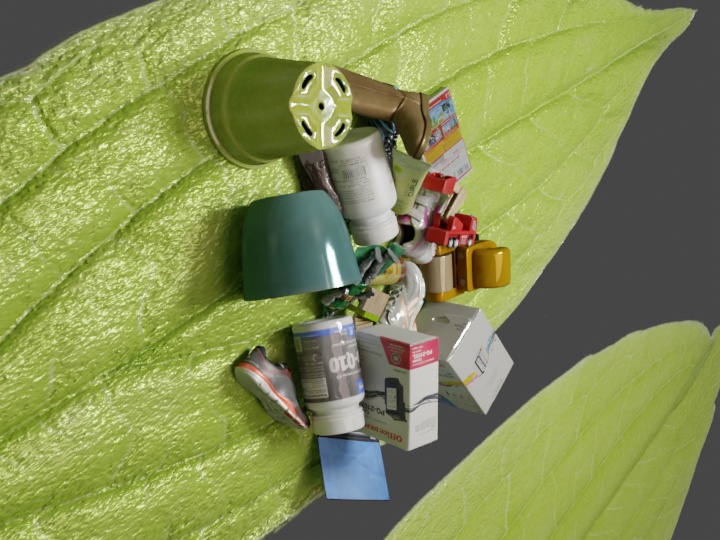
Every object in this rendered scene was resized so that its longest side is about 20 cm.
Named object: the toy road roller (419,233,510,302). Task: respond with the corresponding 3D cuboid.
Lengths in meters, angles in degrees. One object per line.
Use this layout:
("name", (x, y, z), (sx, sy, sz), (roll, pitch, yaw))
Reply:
("toy road roller", (0.232, -0.008, 1.698), (0.199, 0.146, 0.124), (-17, 108, -43))

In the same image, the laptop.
("laptop", (0.016, 0.331, 1.543), (0.187, 0.116, 0.201), (18, 108, -46))

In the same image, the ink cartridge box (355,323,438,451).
("ink cartridge box", (0.065, 0.213, 1.462), (0.084, 0.144, 0.201), (-10, 105, -43))

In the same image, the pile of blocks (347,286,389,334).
("pile of blocks", (-0.004, 0.118, 1.526), (0.082, 0.062, 0.201), (-8, 113, -45))

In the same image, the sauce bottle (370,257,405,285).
("sauce bottle", (0.000, 0.000, 1.518), (0.199, 0.066, 0.066), (-4, 99, -44))

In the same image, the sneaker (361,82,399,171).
("sneaker", (0.042, -0.258, 1.510), (0.073, 0.082, 0.201), (-24, 114, -43))

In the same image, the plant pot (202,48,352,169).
("plant pot", (-0.119, -0.262, 1.271), (0.200, 0.184, 0.202), (-8, 102, -44))

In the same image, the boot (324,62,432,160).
("boot", (0.021, -0.279, 1.393), (0.199, 0.066, 0.176), (14, 41, -12))

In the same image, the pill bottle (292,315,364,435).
("pill bottle", (-0.054, 0.188, 1.430), (0.113, 0.113, 0.201), (-10, 91, -44))

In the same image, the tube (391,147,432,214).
("tube", (0.084, -0.167, 1.488), (0.058, 0.200, 0.052), (-15, 72, -10))

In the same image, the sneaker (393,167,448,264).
("sneaker", (0.118, -0.115, 1.611), (0.088, 0.081, 0.201), (9, 89, -48))

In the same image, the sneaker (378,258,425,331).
("sneaker", (0.072, 0.076, 1.602), (0.092, 0.076, 0.201), (1, 94, -41))

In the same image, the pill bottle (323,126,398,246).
("pill bottle", (0.005, -0.154, 1.465), (0.114, 0.114, 0.201), (-34, 119, -37))

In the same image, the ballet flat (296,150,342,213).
("ballet flat", (-0.079, -0.148, 1.431), (0.067, 0.046, 0.201), (-17, 114, -8))

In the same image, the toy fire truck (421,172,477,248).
("toy fire truck", (0.182, -0.119, 1.580), (0.200, 0.049, 0.142), (-5, 109, -57))

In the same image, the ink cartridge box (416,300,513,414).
("ink cartridge box", (0.205, 0.183, 1.698), (0.145, 0.147, 0.200), (-55, 130, -24))

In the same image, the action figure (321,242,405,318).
("action figure", (-0.013, 0.027, 1.443), (0.118, 0.200, 0.055), (5, 52, -40))

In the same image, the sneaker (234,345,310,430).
("sneaker", (-0.138, 0.209, 1.405), (0.200, 0.077, 0.082), (56, 52, -36))

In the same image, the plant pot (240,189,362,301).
("plant pot", (-0.108, -0.045, 1.317), (0.200, 0.200, 0.162), (-11, 92, -44))

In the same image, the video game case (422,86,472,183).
("video game case", (0.169, -0.269, 1.686), (0.143, 0.017, 0.201), (-41, 123, -34))
